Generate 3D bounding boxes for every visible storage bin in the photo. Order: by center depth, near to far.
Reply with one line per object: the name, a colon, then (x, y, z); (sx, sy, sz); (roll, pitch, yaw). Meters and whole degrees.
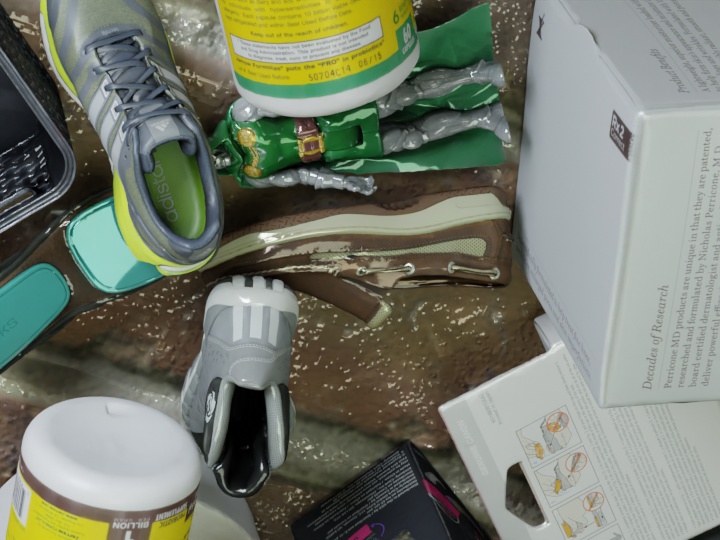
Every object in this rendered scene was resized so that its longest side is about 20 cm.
storage bin: (-0.265, -0.111, 1.241); (0.135, 0.094, 0.200); (-31, 122, 3)

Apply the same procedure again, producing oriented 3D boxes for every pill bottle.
pill bottle: (-0.036, -0.198, 1.240); (0.112, 0.113, 0.201); (-16, 121, -6)
pill bottle: (-0.165, 0.186, 1.341); (0.109, 0.109, 0.201); (5, 118, -17)

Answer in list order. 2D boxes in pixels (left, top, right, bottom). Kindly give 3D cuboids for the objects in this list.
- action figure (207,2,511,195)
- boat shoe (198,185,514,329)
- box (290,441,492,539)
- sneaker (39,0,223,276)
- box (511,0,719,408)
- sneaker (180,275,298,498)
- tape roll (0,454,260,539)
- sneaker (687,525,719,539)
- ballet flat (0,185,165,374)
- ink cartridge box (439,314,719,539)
action figure: (-0.010, -0.088, 1.347); (0.199, 0.055, 0.119); (-12, 124, -3)
boat shoe: (0.001, -0.001, 1.369); (0.201, 0.075, 0.075); (-10, 84, -9)
box: (0.045, 0.229, 1.450); (0.106, 0.200, 0.122); (-35, 122, 7)
sneaker: (-0.123, -0.093, 1.268); (0.074, 0.081, 0.201); (-26, 98, -17)
box: (0.184, -0.054, 1.328); (0.130, 0.199, 0.201); (-3, 120, -12)
sneaker: (-0.077, 0.103, 1.366); (0.075, 0.116, 0.200); (2, 142, -2)
tape roll: (-0.160, 0.210, 1.462); (0.201, 0.071, 0.203); (-6, 120, -11)
sneaker: (0.198, 0.245, 1.554); (0.200, 0.106, 0.075); (-34, 122, 6)
ballet flat: (-0.180, -0.004, 1.330); (0.200, 0.068, 0.068); (-31, 114, -16)
ink cartridge box: (0.160, 0.116, 1.499); (0.176, 0.045, 0.200); (-26, 121, 0)
